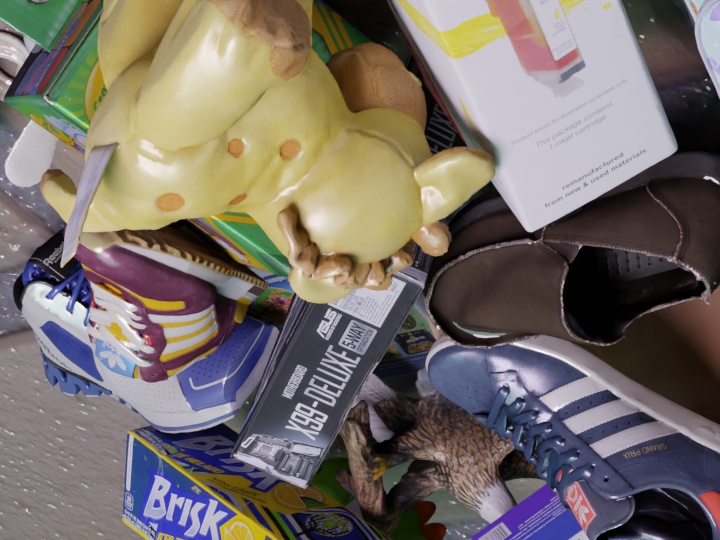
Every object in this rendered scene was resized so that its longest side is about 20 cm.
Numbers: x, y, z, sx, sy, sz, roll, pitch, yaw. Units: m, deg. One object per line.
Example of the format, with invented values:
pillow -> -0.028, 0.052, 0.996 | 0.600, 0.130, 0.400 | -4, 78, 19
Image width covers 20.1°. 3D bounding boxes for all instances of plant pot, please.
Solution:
plant pot -> 0.141, 0.004, 1.107 | 0.200, 0.093, 0.201 | 14, 142, 11

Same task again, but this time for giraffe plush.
giraffe plush -> -0.030, -0.065, 0.902 | 0.162, 0.201, 0.172 | 24, 169, -24

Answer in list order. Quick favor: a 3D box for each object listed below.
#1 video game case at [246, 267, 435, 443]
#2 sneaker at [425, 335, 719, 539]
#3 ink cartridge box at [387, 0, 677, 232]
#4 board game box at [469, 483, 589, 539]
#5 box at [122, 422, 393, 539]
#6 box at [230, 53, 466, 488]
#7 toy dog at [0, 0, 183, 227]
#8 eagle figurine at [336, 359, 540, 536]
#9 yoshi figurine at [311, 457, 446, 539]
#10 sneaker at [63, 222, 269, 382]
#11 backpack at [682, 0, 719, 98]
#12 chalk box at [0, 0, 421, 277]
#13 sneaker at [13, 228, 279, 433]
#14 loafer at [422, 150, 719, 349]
video game case -> 0.005, 0.053, 1.306 | 0.143, 0.018, 0.200 | -13, 132, 39
sneaker -> 0.118, 0.100, 1.084 | 0.199, 0.085, 0.075 | 23, 145, 10
ink cartridge box -> 0.052, -0.141, 0.912 | 0.083, 0.145, 0.200 | -28, 131, 0
board game box -> 0.176, 0.153, 1.210 | 0.045, 0.199, 0.135 | 48, 170, 47
box -> -0.067, 0.160, 1.255 | 0.200, 0.064, 0.071 | 28, 120, 44
box -> 0.000, 0.000, 1.105 | 0.050, 0.158, 0.200 | 23, 139, -4
toy dog -> -0.149, -0.055, 1.179 | 0.131, 0.097, 0.200 | -18, 129, 41
eagle figurine -> 0.087, 0.107, 1.246 | 0.152, 0.199, 0.152 | 154, 96, -79
yoshi figurine -> -0.030, 0.180, 1.335 | 0.112, 0.113, 0.200 | 16, -177, -37
sneaker -> -0.116, 0.019, 1.100 | 0.075, 0.090, 0.200 | 38, -176, 21
backpack -> 0.243, -0.112, 0.870 | 0.199, 0.151, 0.178 | -6, 135, 26
chalk box -> -0.095, -0.105, 1.030 | 0.200, 0.125, 0.124 | 35, 173, -19
sneaker -> -0.156, 0.031, 1.294 | 0.199, 0.081, 0.115 | 8, 142, 39
loafer -> 0.100, 0.001, 0.989 | 0.073, 0.072, 0.199 | 42, 139, -23
